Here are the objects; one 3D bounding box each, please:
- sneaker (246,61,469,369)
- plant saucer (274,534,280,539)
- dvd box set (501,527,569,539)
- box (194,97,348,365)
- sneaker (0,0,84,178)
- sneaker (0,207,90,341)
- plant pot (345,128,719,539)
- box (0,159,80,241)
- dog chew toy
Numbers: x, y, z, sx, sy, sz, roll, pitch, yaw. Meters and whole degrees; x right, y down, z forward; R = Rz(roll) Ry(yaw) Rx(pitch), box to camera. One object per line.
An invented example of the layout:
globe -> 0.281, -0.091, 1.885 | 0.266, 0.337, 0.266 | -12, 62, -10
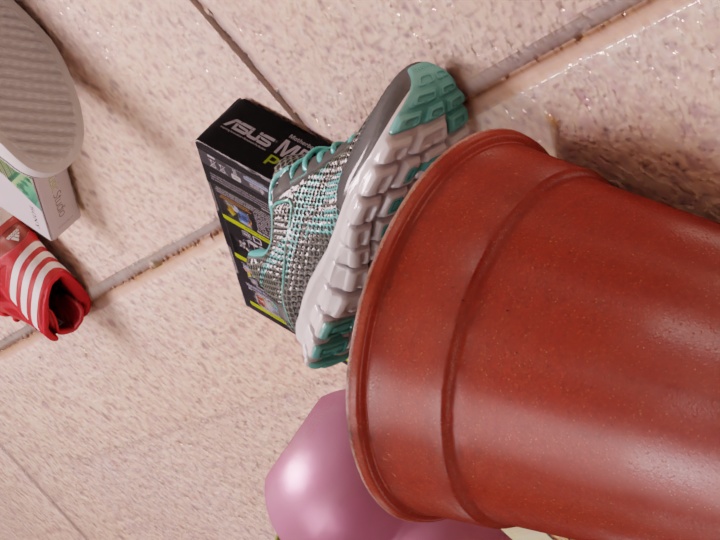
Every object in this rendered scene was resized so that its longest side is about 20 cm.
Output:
sneaker -> -0.012, -0.041, 1.210 | 0.091, 0.077, 0.200 | 46, 130, 24
plant saucer -> 0.018, 0.261, 1.741 | 0.200, 0.031, 0.200 | 35, 153, 21
dvd box set -> 0.142, 0.146, 1.307 | 0.200, 0.029, 0.146 | 43, 149, -20
box -> 0.000, 0.000, 1.342 | 0.200, 0.044, 0.161 | 29, 152, 31
sneaker -> -0.256, -0.144, 1.478 | 0.201, 0.078, 0.079 | 57, 150, -1
sneaker -> -0.284, 0.025, 1.787 | 0.116, 0.078, 0.200 | 46, 157, 0
plant pot -> 0.129, 0.051, 1.063 | 0.195, 0.201, 0.201 | 16, 144, 33
box -> -0.294, -0.119, 1.623 | 0.200, 0.036, 0.145 | 31, 152, 25
dog chew toy -> 0.037, 0.166, 1.463 | 0.200, 0.125, 0.125 | 36, 155, 1
